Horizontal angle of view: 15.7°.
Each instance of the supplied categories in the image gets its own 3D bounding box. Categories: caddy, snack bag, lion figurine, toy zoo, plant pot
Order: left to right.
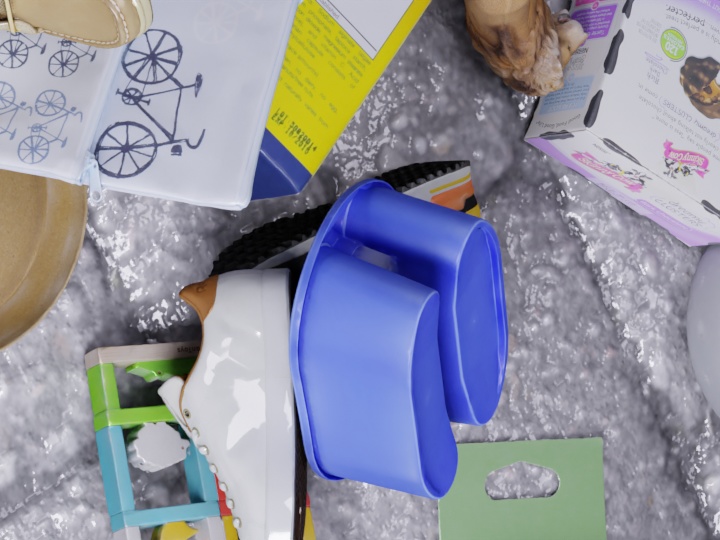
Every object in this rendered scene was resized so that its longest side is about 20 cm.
[{"bbox_3d":[-0.249,-0.044,1.486,0.199,0.027,0.201,4,84,-34],"label":"plant pot"},{"bbox_3d":[-0.136,-0.126,1.473,0.199,0.021,0.190,11,63,6],"label":"snack bag"},{"bbox_3d":[-0.090,0.142,1.561,0.131,0.020,0.201,-3,77,-34],"label":"toy zoo"},{"bbox_3d":[0.014,0.041,1.550,0.142,0.104,0.201,-56,151,-39],"label":"caddy"},{"bbox_3d":[0.089,-0.184,1.659,0.200,0.072,0.123,25,51,-74],"label":"lion figurine"}]

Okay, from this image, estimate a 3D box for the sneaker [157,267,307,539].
[{"bbox_3d":[-0.075,0.101,1.544,0.084,0.073,0.201,-3,83,3],"label":"sneaker"}]

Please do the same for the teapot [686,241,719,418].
[{"bbox_3d":[0.333,0.033,1.807,0.200,0.146,0.198,44,64,-24],"label":"teapot"}]

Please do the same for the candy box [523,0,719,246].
[{"bbox_3d":[0.220,-0.142,1.786,0.167,0.071,0.201,31,70,-30],"label":"candy box"}]

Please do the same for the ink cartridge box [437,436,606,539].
[{"bbox_3d":[0.120,0.213,1.709,0.145,0.048,0.201,0,89,-34],"label":"ink cartridge box"}]

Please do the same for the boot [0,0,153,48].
[{"bbox_3d":[-0.228,-0.134,1.408,0.156,0.199,0.073,-51,153,-35],"label":"boot"}]

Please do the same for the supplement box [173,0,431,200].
[{"bbox_3d":[-0.048,-0.151,1.581,0.109,0.109,0.200,45,65,-24],"label":"supplement box"}]

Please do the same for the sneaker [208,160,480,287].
[{"bbox_3d":[0.000,0.000,1.628,0.199,0.070,0.091,-26,105,-32],"label":"sneaker"}]
